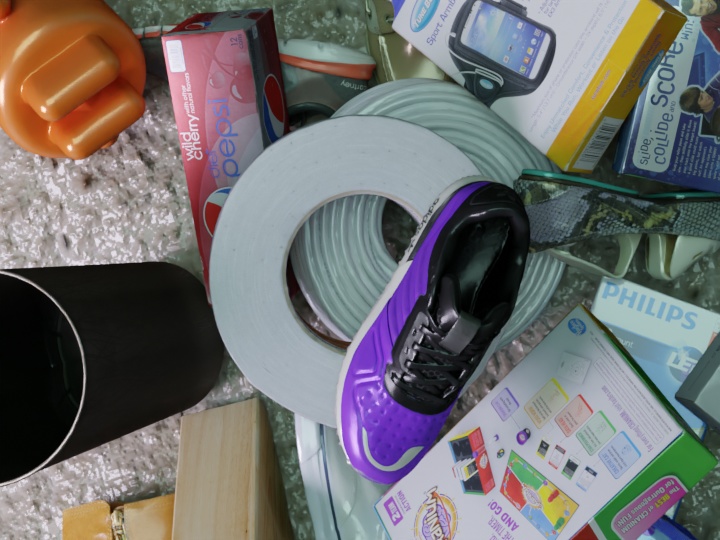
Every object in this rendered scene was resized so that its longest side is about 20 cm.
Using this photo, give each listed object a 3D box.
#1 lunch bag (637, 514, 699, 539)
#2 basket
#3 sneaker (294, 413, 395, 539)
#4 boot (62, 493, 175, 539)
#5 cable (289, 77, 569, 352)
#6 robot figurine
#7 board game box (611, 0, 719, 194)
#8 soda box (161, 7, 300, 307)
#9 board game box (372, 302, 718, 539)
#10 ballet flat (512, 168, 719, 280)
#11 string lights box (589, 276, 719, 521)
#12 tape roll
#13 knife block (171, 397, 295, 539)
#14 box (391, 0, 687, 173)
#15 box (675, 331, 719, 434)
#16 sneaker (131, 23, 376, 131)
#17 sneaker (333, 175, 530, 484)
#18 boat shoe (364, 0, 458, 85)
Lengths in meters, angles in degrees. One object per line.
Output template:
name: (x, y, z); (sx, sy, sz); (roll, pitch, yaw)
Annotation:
lunch bag: (0.192, 0.249, 0.984); (0.199, 0.094, 0.151); (36, 92, -18)
basket: (-0.194, 0.059, 1.043); (0.179, 0.199, 0.137); (-17, 87, 29)
sneaker: (-0.003, 0.155, 1.087); (0.070, 0.073, 0.202); (-11, 92, 0)
boot: (-0.204, 0.247, 1.115); (0.199, 0.071, 0.145); (-18, 76, 6)
cable: (0.047, -0.032, 1.066); (0.199, 0.069, 0.201); (-39, 97, -1)
robot figurine: (-0.228, -0.158, 1.095); (0.200, 0.143, 0.117); (44, 116, 44)
board game box: (0.249, -0.149, 0.985); (0.134, 0.034, 0.202); (12, 99, -1)
soda box: (-0.085, -0.077, 1.075); (0.063, 0.070, 0.202); (-2, 110, 14)
board game box: (0.110, 0.137, 0.976); (0.200, 0.153, 0.040); (-45, 124, 9)
ballet flat: (0.189, -0.028, 1.036); (0.198, 0.072, 0.073); (3, 85, -24)
string lights box: (0.181, 0.114, 1.056); (0.102, 0.059, 0.202); (19, 88, 12)
tape roll: (0.000, 0.000, 0.998); (0.198, 0.066, 0.203); (0, 94, -4)
knife block: (-0.092, 0.190, 1.038); (0.063, 0.176, 0.202); (-14, 82, 7)
box: (0.106, -0.169, 1.008); (0.200, 0.041, 0.120); (45, 116, 32)
box: (0.327, 0.051, 1.013); (0.155, 0.041, 0.201); (38, 86, -7)
sneaker: (-0.090, -0.134, 1.121); (0.198, 0.077, 0.083); (9, 98, 15)
sneaker: (0.045, 0.037, 0.918); (0.069, 0.099, 0.202); (22, 91, -14)
boat shoe: (0.033, -0.201, 1.107); (0.071, 0.065, 0.202); (-7, 84, 9)
